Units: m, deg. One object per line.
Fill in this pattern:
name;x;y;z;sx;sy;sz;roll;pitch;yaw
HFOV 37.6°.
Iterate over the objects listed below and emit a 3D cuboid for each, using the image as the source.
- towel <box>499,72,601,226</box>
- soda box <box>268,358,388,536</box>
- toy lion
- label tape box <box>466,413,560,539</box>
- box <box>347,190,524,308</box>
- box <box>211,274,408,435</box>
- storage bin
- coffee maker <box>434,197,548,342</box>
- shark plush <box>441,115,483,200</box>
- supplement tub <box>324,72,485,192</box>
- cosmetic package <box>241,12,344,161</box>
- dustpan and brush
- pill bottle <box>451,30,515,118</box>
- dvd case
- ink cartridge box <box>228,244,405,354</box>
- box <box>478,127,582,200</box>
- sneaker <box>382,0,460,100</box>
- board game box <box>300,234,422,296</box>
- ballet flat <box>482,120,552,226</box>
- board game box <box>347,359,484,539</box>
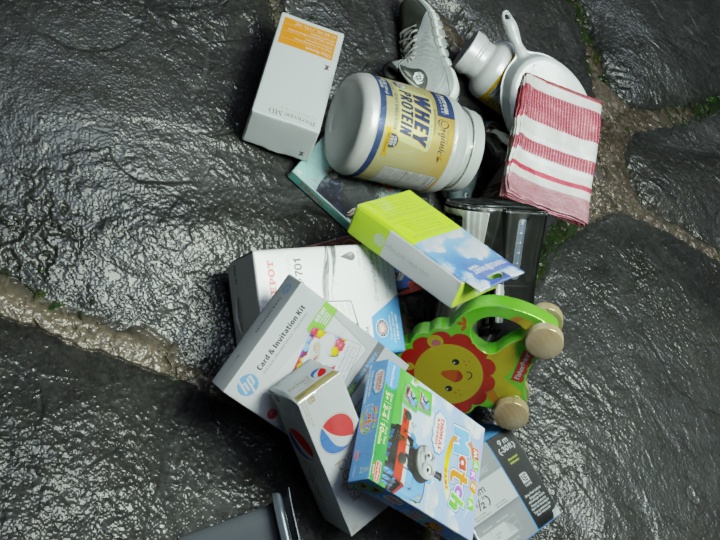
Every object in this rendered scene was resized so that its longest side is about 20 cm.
towel;0.282;-0.177;1.535;0.143;0.023;0.201;17;72;-18
soda box;-0.034;0.208;1.241;0.068;0.064;0.201;-34;118;-27
toy lion;0.145;0.113;1.377;0.190;0.201;0.069;18;33;-1
label tape box;0.152;0.272;1.389;0.143;0.066;0.201;-24;80;-37
box;0.096;-0.025;1.346;0.200;0.048;0.122;37;32;23
box;-0.056;0.123;1.270;0.200;0.041;0.156;40;83;-32
storage bin;-0.117;0.356;1.146;0.133;0.146;0.201;-12;70;-7
coffee maker;0.191;0.003;1.474;0.191;0.134;0.202;-2;103;-48
shark plush;0.149;-0.144;1.595;0.091;0.083;0.201;32;48;-12
supplement tub;0.063;-0.191;1.509;0.199;0.144;0.145;10;60;-26
cosmetic package;-0.095;-0.265;1.516;0.101;0.071;0.201;17;56;-9
dustpan and brush;0.268;-0.316;1.668;0.139;0.057;0.201;-23;102;-6
pill bottle;0.250;-0.304;1.738;0.199;0.104;0.105;35;52;-10
dvd case;-0.001;-0.152;1.554;0.146;0.022;0.200;42;50;-5
ink cartridge box;-0.055;0.047;1.349;0.199;0.086;0.148;-4;82;-30
box;0.238;-0.122;1.588;0.075;0.100;0.201;35;78;-10
sneaker;0.078;-0.348;1.678;0.115;0.075;0.201;-10;71;-32
board game box;0.000;0.000;1.461;0.199;0.019;0.104;-17;85;-37
ballet flat;0.249;-0.158;1.681;0.200;0.073;0.073;51;51;2
board game box;0.073;0.219;1.266;0.200;0.036;0.152;38;49;-37
